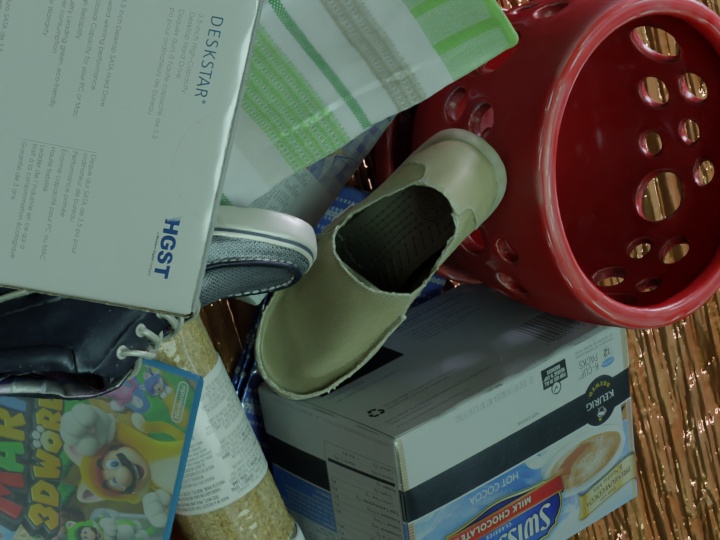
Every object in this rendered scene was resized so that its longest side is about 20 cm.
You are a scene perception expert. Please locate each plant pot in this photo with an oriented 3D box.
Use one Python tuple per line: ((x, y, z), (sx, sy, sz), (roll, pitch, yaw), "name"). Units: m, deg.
((0.118, -0.072, 1.317), (0.200, 0.182, 0.202), (-7, 100, -42), "plant pot")

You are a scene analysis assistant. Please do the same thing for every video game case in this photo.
((-0.190, 0.089, 1.141), (0.199, 0.018, 0.144), (20, 59, -16), "video game case")

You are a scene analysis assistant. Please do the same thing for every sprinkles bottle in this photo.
((-0.094, 0.105, 1.265), (0.068, 0.068, 0.201), (-34, 114, -27), "sprinkles bottle")

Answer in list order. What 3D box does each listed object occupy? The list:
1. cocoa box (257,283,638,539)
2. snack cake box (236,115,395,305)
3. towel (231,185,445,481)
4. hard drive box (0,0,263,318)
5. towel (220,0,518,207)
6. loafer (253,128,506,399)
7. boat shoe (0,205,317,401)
((0.058, 0.107, 1.337), (0.199, 0.133, 0.132), (-25, 118, -35), "cocoa box")
((-0.054, -0.096, 1.258), (0.200, 0.067, 0.115), (-54, 127, -14), "snack cake box")
((-0.012, 0.050, 1.360), (0.144, 0.024, 0.201), (16, 92, -41), "towel")
((-0.156, -0.077, 0.937), (0.199, 0.077, 0.157), (11, 105, -14), "hard drive box")
((-0.022, -0.103, 1.121), (0.199, 0.031, 0.149), (-29, 153, 9), "towel")
((0.000, 0.000, 1.220), (0.200, 0.076, 0.068), (-50, 173, 23), "loafer")
((-0.117, 0.022, 1.156), (0.199, 0.075, 0.093), (-3, 64, -13), "boat shoe")
